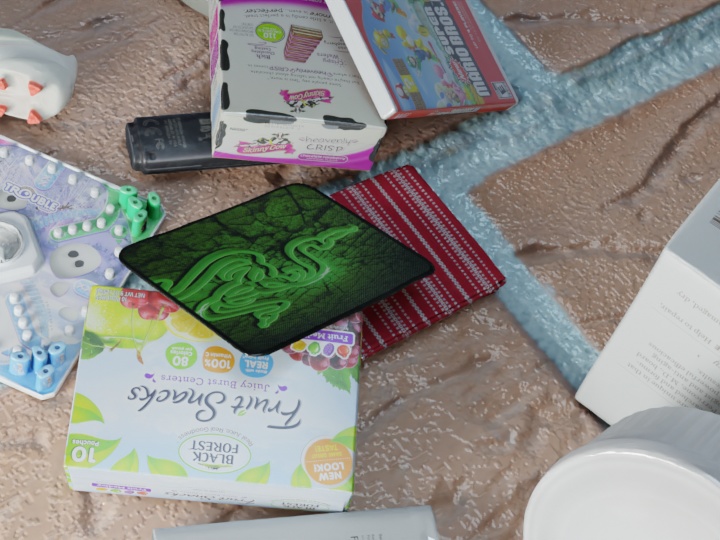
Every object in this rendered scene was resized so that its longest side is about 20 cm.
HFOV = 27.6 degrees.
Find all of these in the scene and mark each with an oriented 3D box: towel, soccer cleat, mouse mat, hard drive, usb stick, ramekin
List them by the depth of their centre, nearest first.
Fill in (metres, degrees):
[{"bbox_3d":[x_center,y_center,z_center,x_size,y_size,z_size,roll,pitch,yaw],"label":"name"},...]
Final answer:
[{"bbox_3d":[0.217,0.184,0.991,0.202,0.203,0.094,37,42,14],"label":"ramekin"},{"bbox_3d":[-0.036,0.231,0.998,0.199,0.026,0.132,-3,56,-14],"label":"hard drive"},{"bbox_3d":[-0.061,-0.007,1.106,0.161,0.008,0.200,33,41,32],"label":"mouse mat"},{"bbox_3d":[0.000,0.000,1.174,0.200,0.023,0.145,-26,64,-28],"label":"towel"},{"bbox_3d":[-0.330,-0.174,1.201,0.199,0.069,0.078,17,37,-1],"label":"soccer cleat"},{"bbox_3d":[-0.094,-0.110,1.224,0.199,0.033,0.056,-6,59,-17],"label":"usb stick"}]

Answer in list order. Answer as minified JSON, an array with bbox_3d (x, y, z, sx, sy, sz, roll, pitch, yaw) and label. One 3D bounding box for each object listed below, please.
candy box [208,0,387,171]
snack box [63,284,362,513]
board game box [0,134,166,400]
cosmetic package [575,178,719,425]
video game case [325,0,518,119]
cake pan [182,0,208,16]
[{"bbox_3d":[-0.056,-0.183,1.223,0.136,0.061,0.201,5,55,-13],"label":"candy box"},{"bbox_3d":[-0.102,0.092,1.051,0.199,0.053,0.143,5,63,-5],"label":"snack box"},{"bbox_3d":[-0.279,-0.021,1.123,0.199,0.026,0.200,23,54,4],"label":"board game box"},{"bbox_3d":[0.295,0.043,1.098,0.166,0.200,0.167,36,55,13],"label":"cosmetic package"},{"bbox_3d":[0.051,-0.198,1.248,0.200,0.017,0.143,-13,75,-53],"label":"video game case"},{"bbox_3d":[-0.102,-0.300,1.354,0.199,0.037,0.201,6,54,-9],"label":"cake pan"}]
